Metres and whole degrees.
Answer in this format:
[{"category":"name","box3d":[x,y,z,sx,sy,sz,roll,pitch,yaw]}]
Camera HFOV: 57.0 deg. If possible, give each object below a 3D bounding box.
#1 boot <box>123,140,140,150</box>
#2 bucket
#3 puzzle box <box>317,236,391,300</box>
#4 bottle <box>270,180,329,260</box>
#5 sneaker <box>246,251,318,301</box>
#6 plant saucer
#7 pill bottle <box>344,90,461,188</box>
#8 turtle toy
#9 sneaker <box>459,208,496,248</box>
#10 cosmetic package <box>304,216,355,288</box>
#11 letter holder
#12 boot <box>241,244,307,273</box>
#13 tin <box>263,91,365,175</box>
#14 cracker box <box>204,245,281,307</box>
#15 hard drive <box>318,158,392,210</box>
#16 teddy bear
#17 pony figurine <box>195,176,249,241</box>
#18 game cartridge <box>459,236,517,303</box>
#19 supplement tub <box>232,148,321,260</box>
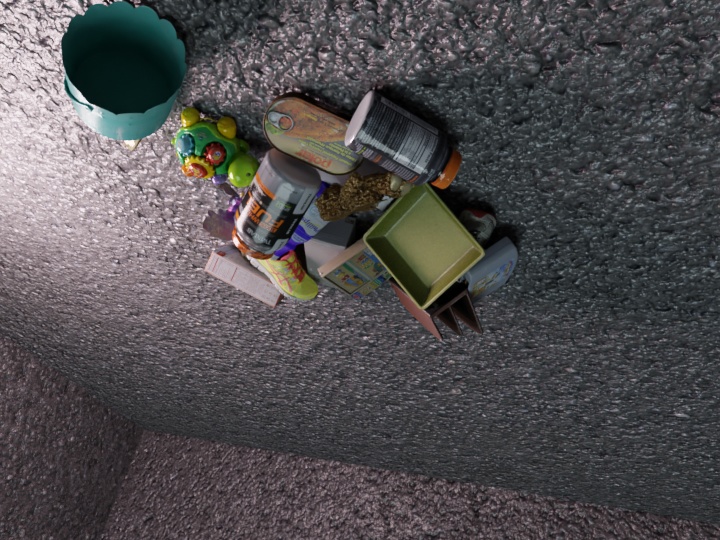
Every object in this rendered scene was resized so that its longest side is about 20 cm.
[{"category":"boot","box3d":[-0.477,-0.330,1.286,0.153,0.074,0.200,26,147,-16]},{"category":"bucket","box3d":[-0.402,-0.331,1.126,0.204,0.211,0.134,25,157,-16]},{"category":"puzzle box","box3d":[0.000,0.000,1.513,0.132,0.026,0.200,-34,153,11]},{"category":"bottle","box3d":[-0.127,-0.102,1.400,0.199,0.066,0.083,-41,136,16]},{"category":"sneaker","box3d":[-0.170,-0.007,1.540,0.199,0.079,0.090,38,135,-15]},{"category":"plant saucer","box3d":[0.131,-0.057,1.346,0.201,0.048,0.200,50,124,6]},{"category":"pill bottle","box3d":[0.079,-0.218,1.156,0.197,0.108,0.106,27,149,-16]},{"category":"turtle toy","box3d":[-0.288,-0.229,1.328,0.196,0.103,0.147,15,150,3]},{"category":"sneaker","box3d":[0.232,-0.053,1.374,0.076,0.083,0.201,12,149,9]},{"category":"cosmetic package","box3d":[-0.068,-0.047,1.534,0.105,0.092,0.201,14,153,10]},{"category":"letter holder","box3d":[0.169,0.082,1.477,0.144,0.100,0.200,62,170,-31]},{"category":"boot","box3d":[-0.207,-0.028,1.651,0.151,0.073,0.202,2,142,23]},{"category":"tin","box3d":[-0.082,-0.249,1.215,0.197,0.042,0.113,23,119,-12]},{"category":"cracker box","box3d":[-0.279,0.013,1.673,0.197,0.058,0.134,28,-171,0]},{"category":"hard drive","box3d":[-0.013,-0.199,1.315,0.197,0.026,0.132,25,149,-14]},{"category":"teddy bear","box3d":[0.007,-0.154,1.268,0.198,0.068,0.144,-19,173,40]},{"category":"pony figurine","box3d":[-0.250,-0.136,1.438,0.197,0.170,0.193,-20,149,22]},{"category":"game cartridge","box3d":[0.271,0.006,1.412,0.131,0.042,0.201,-28,157,-7]},{"category":"supplement tub","box3d":[-0.169,-0.126,1.297,0.121,0.124,0.201,25,121,-16]}]
